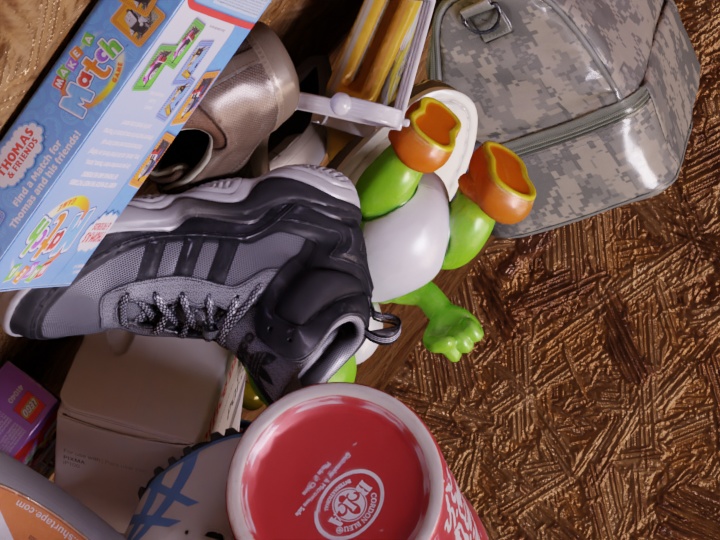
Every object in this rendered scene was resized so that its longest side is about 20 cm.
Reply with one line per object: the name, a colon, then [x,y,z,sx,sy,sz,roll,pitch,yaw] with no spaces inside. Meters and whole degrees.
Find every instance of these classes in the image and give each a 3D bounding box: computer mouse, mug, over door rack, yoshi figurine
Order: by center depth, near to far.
mug: [-0.004,0.156,1.400,0.200,0.132,0.179,75,21,-71]
over door rack: [0.004,-0.147,1.437,0.200,0.066,0.149,-159,-95,-84]
yoshi figurine: [0.003,0.010,1.504,0.112,0.113,0.200,0,136,-53]
computer mouse: [-0.069,-0.046,1.675,0.200,0.044,0.110,-52,172,-12]

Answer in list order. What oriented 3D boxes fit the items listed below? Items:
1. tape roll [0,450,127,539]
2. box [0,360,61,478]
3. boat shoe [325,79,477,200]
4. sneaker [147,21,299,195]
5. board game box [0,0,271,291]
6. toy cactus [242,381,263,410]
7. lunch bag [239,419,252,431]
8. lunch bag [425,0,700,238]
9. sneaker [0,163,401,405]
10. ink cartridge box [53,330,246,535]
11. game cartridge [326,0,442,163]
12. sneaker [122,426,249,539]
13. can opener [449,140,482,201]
tape roll: [-0.170,0.160,1.355,0.066,0.200,0.200,-52,173,8]
box: [-0.234,0.147,1.538,0.200,0.039,0.137,-53,174,-7]
boat shoe: [-0.005,-0.034,1.599,0.202,0.072,0.060,-55,-150,21]
sneaker: [-0.088,-0.067,1.430,0.075,0.071,0.200,-25,164,-20]
board game box: [-0.108,-0.080,1.261,0.201,0.037,0.151,-55,173,6]
toy cactus: [-0.097,0.031,1.773,0.164,0.103,0.200,-25,160,-34]
lunch bag: [-0.090,0.131,1.781,0.150,0.199,0.095,3,100,-74]
lunch bag: [0.118,-0.141,1.709,0.138,0.169,0.200,-15,-157,22]
sneaker: [-0.077,0.020,1.380,0.199,0.114,0.076,-16,150,-18]
ink cartridge box: [-0.121,0.106,1.584,0.201,0.082,0.147,99,6,-45]
game cartridge: [0.026,-0.153,1.654,0.200,0.032,0.177,86,27,-78]
sneaker: [-0.107,0.172,1.472,0.200,0.072,0.072,-52,140,10]
can opener: [0.043,-0.040,1.690,0.200,0.066,0.054,159,-72,-66]
